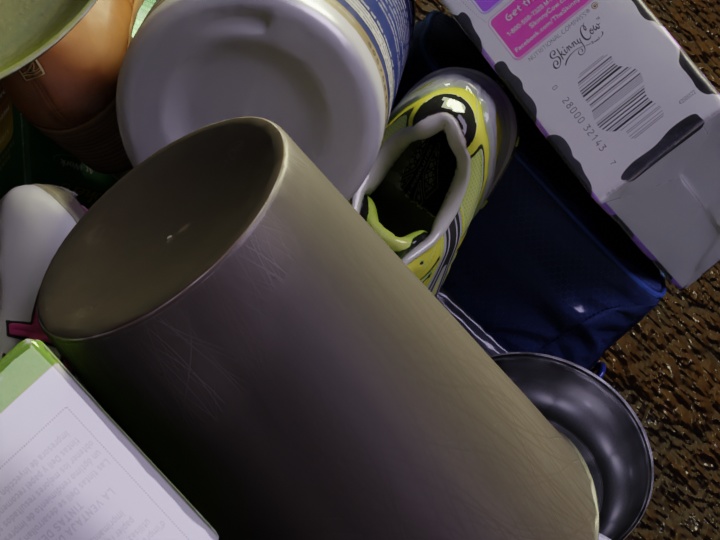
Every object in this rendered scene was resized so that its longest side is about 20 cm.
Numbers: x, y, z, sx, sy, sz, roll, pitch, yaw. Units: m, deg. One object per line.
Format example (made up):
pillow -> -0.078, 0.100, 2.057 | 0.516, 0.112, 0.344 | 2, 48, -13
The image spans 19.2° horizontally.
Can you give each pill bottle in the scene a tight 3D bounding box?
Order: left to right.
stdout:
pill bottle -> -0.033, -0.102, 0.934 | 0.111, 0.111, 0.200 | 40, 24, -11

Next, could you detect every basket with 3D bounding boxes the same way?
basket -> -0.018, 0.053, 0.802 | 0.200, 0.136, 0.181 | 51, 19, -29

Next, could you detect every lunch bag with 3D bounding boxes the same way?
lunch bag -> 0.053, -0.012, 1.059 | 0.200, 0.132, 0.136 | 46, 17, -5

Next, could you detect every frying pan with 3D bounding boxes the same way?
frying pan -> 0.067, 0.060, 0.987 | 0.191, 0.114, 0.031 | 67, 25, -18

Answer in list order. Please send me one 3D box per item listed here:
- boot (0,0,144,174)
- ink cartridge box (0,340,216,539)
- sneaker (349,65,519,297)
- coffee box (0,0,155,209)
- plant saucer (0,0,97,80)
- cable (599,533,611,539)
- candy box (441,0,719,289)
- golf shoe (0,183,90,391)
boot -> -0.143, -0.154, 0.911 | 0.155, 0.076, 0.201 | 55, 27, -59
ink cartridge box -> -0.104, 0.150, 0.727 | 0.200, 0.076, 0.148 | 48, 65, -3
sneaker -> 0.000, 0.000, 0.944 | 0.075, 0.201, 0.076 | 26, 13, 10
coffee box -> -0.115, -0.052, 0.990 | 0.123, 0.044, 0.201 | 17, 46, -33
plant saucer -> -0.181, -0.137, 0.794 | 0.199, 0.031, 0.201 | 1, 63, -2
cable -> 0.074, 0.186, 0.913 | 0.200, 0.069, 0.200 | 39, 33, 12
candy box -> 0.101, -0.104, 0.990 | 0.200, 0.071, 0.168 | 55, 9, 22
golf shoe -> -0.135, 0.055, 0.826 | 0.092, 0.073, 0.201 | 4, 64, -25
